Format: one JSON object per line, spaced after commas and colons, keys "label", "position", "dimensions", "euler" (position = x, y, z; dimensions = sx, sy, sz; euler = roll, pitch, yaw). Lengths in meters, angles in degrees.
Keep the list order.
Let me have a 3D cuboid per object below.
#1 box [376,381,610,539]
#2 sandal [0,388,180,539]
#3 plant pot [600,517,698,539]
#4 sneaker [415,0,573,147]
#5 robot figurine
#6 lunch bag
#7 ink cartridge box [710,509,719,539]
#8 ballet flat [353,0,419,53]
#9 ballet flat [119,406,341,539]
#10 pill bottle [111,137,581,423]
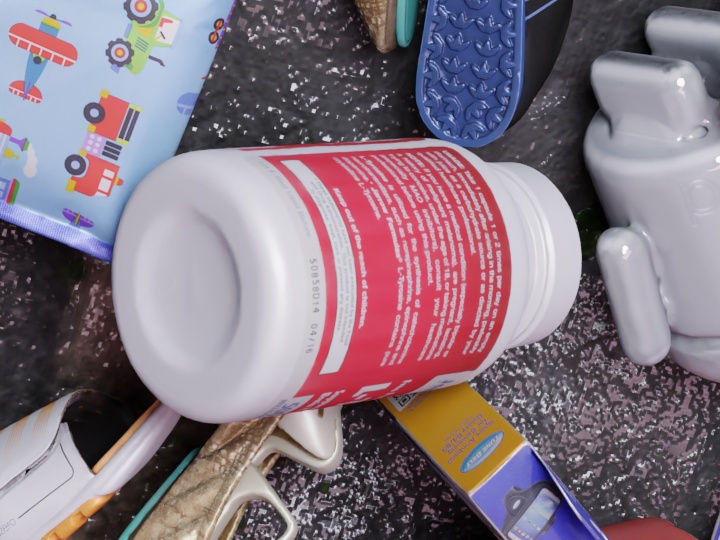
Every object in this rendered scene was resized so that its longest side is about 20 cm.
{"label": "box", "position": [0.065, 0.098, 1.122], "dimensions": [0.041, 0.200, 0.119], "euler": [-41, 118, -1]}
{"label": "sandal", "position": [-0.164, 0.110, 1.112], "dimensions": [0.207, 0.079, 0.059], "euler": [-43, 92, 13]}
{"label": "plant pot", "position": [0.100, 0.222, 1.200], "dimensions": [0.176, 0.200, 0.202], "euler": [-21, 117, -22]}
{"label": "sneaker", "position": [0.070, -0.158, 1.091], "dimensions": [0.070, 0.078, 0.201], "euler": [18, 110, 10]}
{"label": "robot figurine", "position": [0.178, -0.027, 1.163], "dimensions": [0.169, 0.113, 0.201], "euler": [-38, 120, -22]}
{"label": "lunch bag", "position": [-0.166, -0.112, 1.023], "dimensions": [0.199, 0.094, 0.151], "euler": [19, 106, -17]}
{"label": "ink cartridge box", "position": [0.273, 0.130, 1.305], "dimensions": [0.198, 0.043, 0.198], "euler": [10, 107, -20]}
{"label": "ballet flat", "position": [0.005, -0.198, 1.068], "dimensions": [0.065, 0.071, 0.202], "euler": [10, 106, 4]}
{"label": "ballet flat", "position": [-0.048, 0.091, 1.127], "dimensions": [0.065, 0.071, 0.201], "euler": [32, 86, 11]}
{"label": "pill bottle", "position": [0.000, 0.000, 1.045], "dimensions": [0.199, 0.112, 0.113], "euler": [-6, 115, -44]}
